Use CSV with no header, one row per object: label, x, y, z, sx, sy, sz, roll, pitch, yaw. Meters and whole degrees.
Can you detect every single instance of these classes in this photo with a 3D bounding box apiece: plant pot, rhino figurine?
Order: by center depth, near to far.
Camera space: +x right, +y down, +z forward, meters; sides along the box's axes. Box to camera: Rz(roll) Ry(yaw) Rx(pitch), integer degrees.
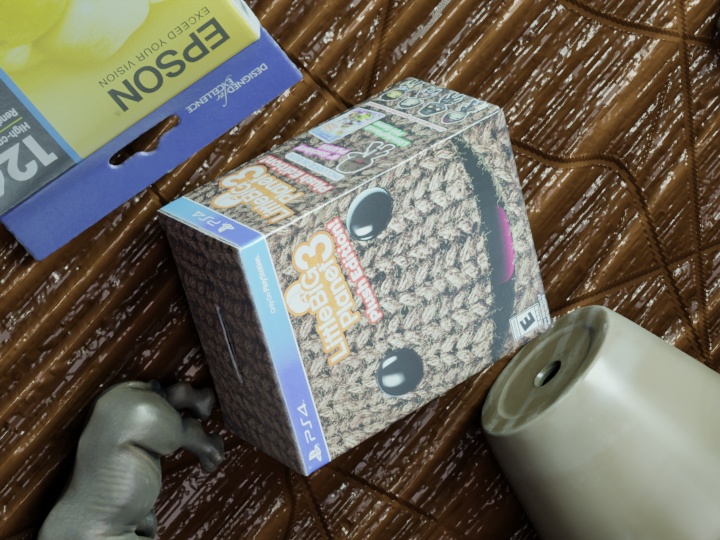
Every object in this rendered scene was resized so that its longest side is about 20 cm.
rhino figurine,-0.156,0.158,1.409,0.087,0.060,0.201,20,94,-39
plant pot,0.177,0.124,1.528,0.174,0.200,0.200,44,83,-17

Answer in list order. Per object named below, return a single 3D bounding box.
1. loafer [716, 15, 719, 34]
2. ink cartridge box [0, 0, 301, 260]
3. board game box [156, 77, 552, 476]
loafer,0.337,-0.175,1.563,0.199,0.076,0.068,2,113,-30
ink cartridge box,-0.162,-0.114,1.275,0.197,0.047,0.200,-34,122,9
board game box,0.000,0.000,1.409,0.199,0.097,0.160,-30,120,-25
